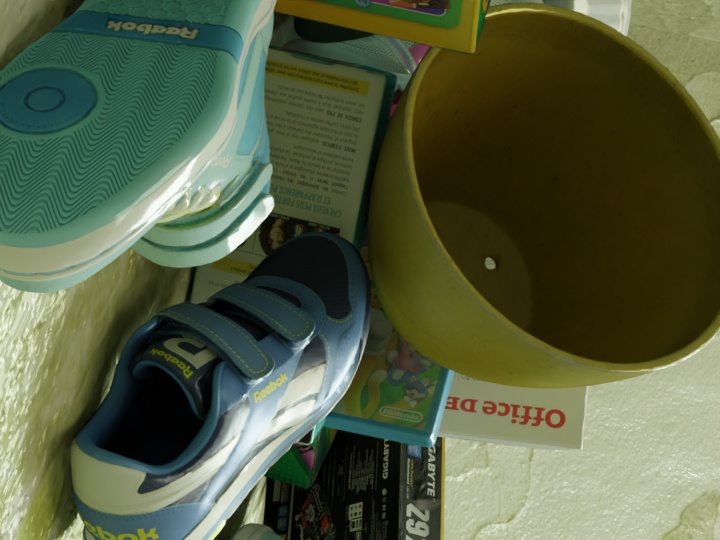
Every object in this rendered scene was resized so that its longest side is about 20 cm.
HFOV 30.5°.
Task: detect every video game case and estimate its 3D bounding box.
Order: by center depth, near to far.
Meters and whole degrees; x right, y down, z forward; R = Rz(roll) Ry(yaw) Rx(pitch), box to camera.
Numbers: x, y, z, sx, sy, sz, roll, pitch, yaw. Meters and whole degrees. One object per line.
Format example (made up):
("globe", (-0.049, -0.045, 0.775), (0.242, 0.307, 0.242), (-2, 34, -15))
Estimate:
("video game case", (0.000, 0.000, 0.800), (0.018, 0.142, 0.201), (72, 32, -58))

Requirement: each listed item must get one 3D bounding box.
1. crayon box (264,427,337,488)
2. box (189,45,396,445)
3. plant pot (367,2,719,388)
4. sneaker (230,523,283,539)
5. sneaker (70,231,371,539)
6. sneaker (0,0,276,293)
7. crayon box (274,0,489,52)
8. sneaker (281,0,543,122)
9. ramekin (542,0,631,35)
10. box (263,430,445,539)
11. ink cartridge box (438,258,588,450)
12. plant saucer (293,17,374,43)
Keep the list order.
("crayon box", (-0.030, 0.050, 0.975), (0.200, 0.058, 0.119), (-63, 165, -58))
("box", (-0.041, -0.015, 0.711), (0.049, 0.082, 0.201), (-41, 144, -77))
("plant pot", (0.082, -0.019, 0.707), (0.142, 0.199, 0.201), (-43, -156, 56))
("sneaker", (-0.047, 0.251, 0.882), (0.200, 0.130, 0.080), (-65, 167, -64))
("sneaker", (-0.060, 0.046, 0.612), (0.200, 0.074, 0.083), (-54, 149, -31))
("sneaker", (-0.074, -0.031, 0.474), (0.201, 0.079, 0.131), (-67, 166, -47))
("crayon box", (0.005, -0.191, 0.561), (0.201, 0.118, 0.059), (92, 14, -56))
("sneaker", (0.035, -0.133, 0.798), (0.081, 0.199, 0.089), (-30, -112, 59))
("ramekin", (0.078, -0.183, 0.899), (0.094, 0.201, 0.204), (-24, 128, -66))
("box", (-0.009, 0.215, 0.959), (0.159, 0.049, 0.201), (-26, -128, 44))
("ink cartridge box", (0.083, 0.014, 0.886), (0.084, 0.143, 0.202), (120, -23, -84))
("plant saucer", (0.042, -0.198, 0.741), (0.036, 0.199, 0.200), (59, 32, -27))
